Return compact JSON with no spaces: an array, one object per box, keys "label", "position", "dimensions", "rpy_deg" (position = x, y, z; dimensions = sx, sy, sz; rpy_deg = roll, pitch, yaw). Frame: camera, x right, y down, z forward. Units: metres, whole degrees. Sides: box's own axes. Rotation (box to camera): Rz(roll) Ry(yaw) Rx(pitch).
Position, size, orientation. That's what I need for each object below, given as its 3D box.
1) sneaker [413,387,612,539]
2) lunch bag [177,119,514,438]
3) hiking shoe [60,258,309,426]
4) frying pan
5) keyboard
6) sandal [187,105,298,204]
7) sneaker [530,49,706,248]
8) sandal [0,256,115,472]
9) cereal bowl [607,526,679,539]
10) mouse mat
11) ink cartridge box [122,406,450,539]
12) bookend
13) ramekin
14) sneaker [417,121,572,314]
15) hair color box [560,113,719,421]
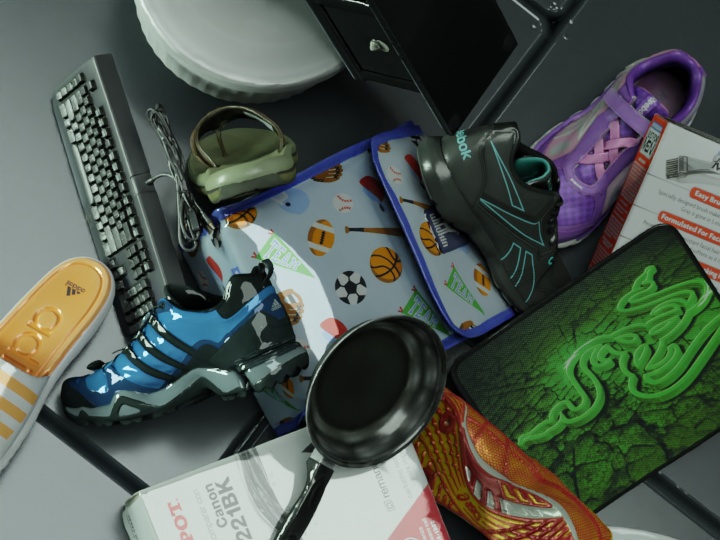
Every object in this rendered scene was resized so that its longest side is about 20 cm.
[{"label":"sneaker","position":[0.096,0.153,1.535],"dimensions":[0.200,0.077,0.073],"rpy_deg":[45,109,29]},{"label":"lunch bag","position":[0.000,0.000,1.538],"dimensions":[0.200,0.124,0.170],"rpy_deg":[-25,88,-27]},{"label":"hiking shoe","position":[-0.128,0.053,1.475],"dimensions":[0.200,0.074,0.087],"rpy_deg":[-15,92,27]},{"label":"frying pan","position":[-0.002,0.115,1.455],"dimensions":[0.115,0.031,0.191],"rpy_deg":[3,111,-37]},{"label":"keyboard","position":[-0.162,-0.058,1.516],"dimensions":[0.021,0.127,0.201],"rpy_deg":[-10,77,-46]},{"label":"sandal","position":[-0.084,-0.089,1.500],"dimensions":[0.080,0.201,0.057],"rpy_deg":[-22,100,-6]},{"label":"sneaker","position":[0.195,-0.102,1.628],"dimensions":[0.080,0.088,0.200],"rpy_deg":[45,72,-1]},{"label":"sandal","position":[-0.251,0.060,1.484],"dimensions":[0.079,0.059,0.207],"rpy_deg":[24,65,21]},{"label":"cereal bowl","position":[0.188,0.266,1.498],"dimensions":[0.199,0.200,0.084],"rpy_deg":[3,116,-13]},{"label":"mouse mat","position":[0.186,0.080,1.562],"dimensions":[0.200,0.008,0.161],"rpy_deg":[-35,101,4]},{"label":"ink cartridge box","position":[-0.049,0.193,1.495],"dimensions":[0.199,0.084,0.145],"rpy_deg":[-20,82,-16]},{"label":"bookend","position":[-0.023,-0.210,1.489],"dimensions":[0.200,0.199,0.092],"rpy_deg":[19,65,39]},{"label":"ramekin","position":[-0.079,-0.218,1.589],"dimensions":[0.202,0.094,0.203],"rpy_deg":[3,76,-12]},{"label":"sneaker","position":[0.118,-0.035,1.546],"dimensions":[0.079,0.200,0.076],"rpy_deg":[-26,45,16]},{"label":"hair color box","position":[0.234,-0.003,1.583],"dimensions":[0.111,0.064,0.200],"rpy_deg":[22,100,-7]}]
